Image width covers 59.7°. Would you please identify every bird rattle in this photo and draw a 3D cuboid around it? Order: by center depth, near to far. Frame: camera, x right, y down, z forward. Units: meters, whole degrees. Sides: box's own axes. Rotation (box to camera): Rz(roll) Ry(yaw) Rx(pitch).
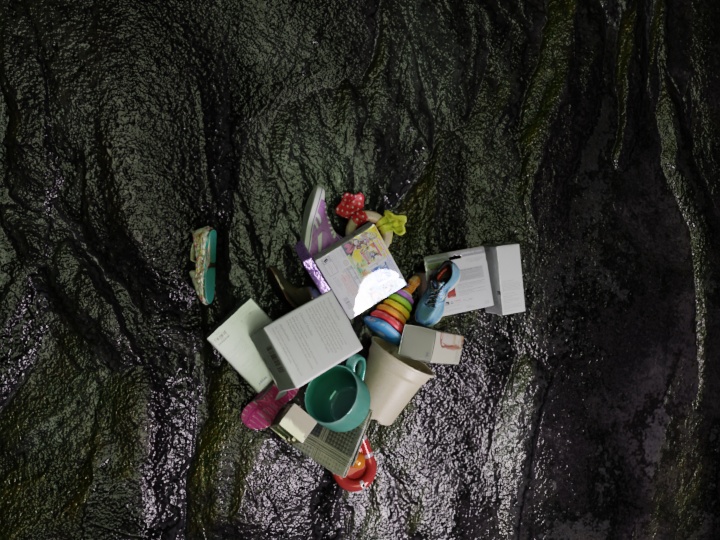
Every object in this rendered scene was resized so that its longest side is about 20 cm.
[{"bbox_3d":[0.022,-0.118,1.696,0.199,0.113,0.164,20,68,-21],"label":"bird rattle"}]

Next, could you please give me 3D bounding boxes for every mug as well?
[{"bbox_3d":[-0.038,0.324,1.602,0.184,0.152,0.114,-34,142,6],"label":"mug"}]

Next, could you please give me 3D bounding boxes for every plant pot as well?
[{"bbox_3d":[0.072,0.310,1.714,0.200,0.200,0.184,28,95,-16],"label":"plant pot"}]

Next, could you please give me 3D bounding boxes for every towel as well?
[{"bbox_3d":[-0.074,0.426,1.675,0.034,0.199,0.194,32,81,-54],"label":"towel"}]

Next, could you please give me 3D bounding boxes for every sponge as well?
[{"bbox_3d":[-0.108,0.024,1.645,0.030,0.112,0.201,-30,120,-3],"label":"sponge"}]

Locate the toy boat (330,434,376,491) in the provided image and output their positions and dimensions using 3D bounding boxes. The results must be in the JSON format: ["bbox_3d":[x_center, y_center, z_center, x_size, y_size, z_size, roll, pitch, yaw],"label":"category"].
[{"bbox_3d":[-0.024,0.506,1.707,0.130,0.131,0.201,-22,98,-15],"label":"toy boat"}]

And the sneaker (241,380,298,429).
[{"bbox_3d":[-0.232,0.341,1.664,0.200,0.088,0.081,-42,94,11],"label":"sneaker"}]

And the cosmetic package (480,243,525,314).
[{"bbox_3d":[0.414,0.022,1.841,0.081,0.113,0.202,-9,93,-17],"label":"cosmetic package"}]

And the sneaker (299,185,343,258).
[{"bbox_3d":[-0.097,-0.124,1.698,0.113,0.073,0.202,8,101,-19],"label":"sneaker"}]

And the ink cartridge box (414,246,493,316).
[{"bbox_3d":[0.267,0.031,1.808,0.198,0.084,0.177,-10,93,-17],"label":"ink cartridge box"}]

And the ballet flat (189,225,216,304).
[{"bbox_3d":[-0.406,-0.014,1.612,0.063,0.076,0.202,2,87,13],"label":"ballet flat"}]

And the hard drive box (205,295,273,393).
[{"bbox_3d":[-0.281,0.192,1.644,0.156,0.077,0.200,-42,103,-12],"label":"hard drive box"}]

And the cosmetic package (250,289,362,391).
[{"bbox_3d":[-0.136,0.177,1.556,0.199,0.166,0.168,-28,88,-25],"label":"cosmetic package"}]

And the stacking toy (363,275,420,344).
[{"bbox_3d":[0.109,0.094,1.748,0.110,0.116,0.201,43,72,-27],"label":"stacking toy"}]

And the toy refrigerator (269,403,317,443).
[{"bbox_3d":[-0.178,0.395,1.602,0.076,0.200,0.070,40,68,-3],"label":"toy refrigerator"}]

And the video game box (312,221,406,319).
[{"bbox_3d":[0.000,0.000,1.655,0.181,0.047,0.201,-30,114,0],"label":"video game box"}]

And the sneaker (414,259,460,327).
[{"bbox_3d":[0.199,0.055,1.687,0.078,0.090,0.201,21,74,24],"label":"sneaker"}]

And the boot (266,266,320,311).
[{"bbox_3d":[-0.170,0.055,1.685,0.097,0.075,0.201,-37,111,-24],"label":"boot"}]

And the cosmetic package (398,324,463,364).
[{"bbox_3d":[0.198,0.205,1.729,0.200,0.103,0.088,16,85,-60],"label":"cosmetic package"}]
